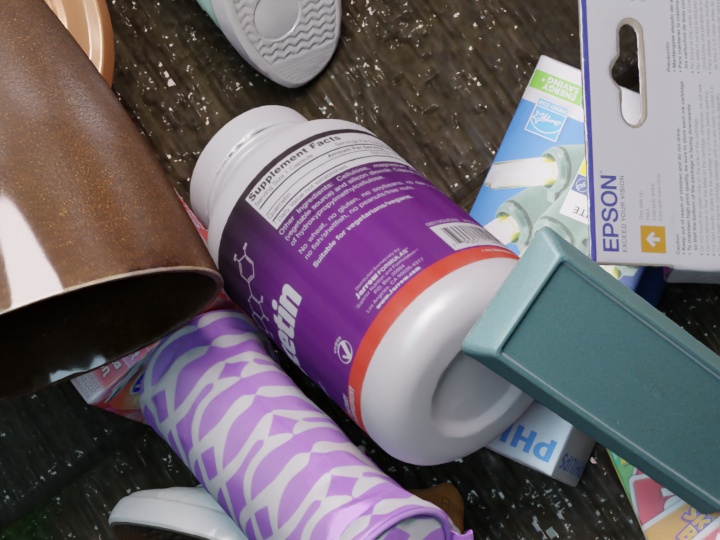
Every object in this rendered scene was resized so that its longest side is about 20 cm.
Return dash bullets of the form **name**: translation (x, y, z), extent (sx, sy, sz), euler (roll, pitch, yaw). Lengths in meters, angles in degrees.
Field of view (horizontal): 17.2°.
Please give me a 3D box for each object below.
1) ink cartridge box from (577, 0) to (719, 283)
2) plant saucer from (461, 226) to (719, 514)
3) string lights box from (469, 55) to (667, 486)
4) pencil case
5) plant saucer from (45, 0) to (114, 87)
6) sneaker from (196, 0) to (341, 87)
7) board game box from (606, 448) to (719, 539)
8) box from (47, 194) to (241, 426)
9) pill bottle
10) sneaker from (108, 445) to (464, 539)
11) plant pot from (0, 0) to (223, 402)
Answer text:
- **ink cartridge box**: translation (0.197, -0.091, 1.204), extent (0.200, 0.043, 0.197), euler (2, 79, -16)
- **plant saucer**: translation (0.133, 0.054, 1.147), extent (0.070, 0.200, 0.019), euler (-56, 38, 0)
- **string lights box**: translation (0.105, 0.001, 1.255), extent (0.103, 0.059, 0.200), euler (23, 87, 21)
- **pencil case**: translation (-0.031, 0.099, 1.204), extent (0.085, 0.084, 0.200), euler (-27, 48, -25)
- **plant saucer**: translation (-0.231, -0.110, 1.290), extent (0.200, 0.032, 0.201), euler (-3, 79, 16)
- **sneaker**: translation (-0.088, -0.195, 1.326), extent (0.074, 0.201, 0.118), euler (-41, 32, -13)
- **board game box**: translation (0.235, 0.091, 1.217), extent (0.200, 0.030, 0.096), euler (-25, 73, 9)
- **box**: translation (-0.152, -0.022, 1.318), extent (0.095, 0.103, 0.200), euler (-41, 70, 6)
- **pill bottle**: translation (0.000, 0.000, 1.194), extent (0.113, 0.112, 0.200), euler (-50, 51, 3)
- **sneaker**: translation (-0.035, 0.134, 1.280), extent (0.200, 0.073, 0.085), euler (7, 53, 23)
- **plant pot**: translation (-0.189, -0.053, 1.176), extent (0.187, 0.187, 0.200), euler (-24, 78, 12)
